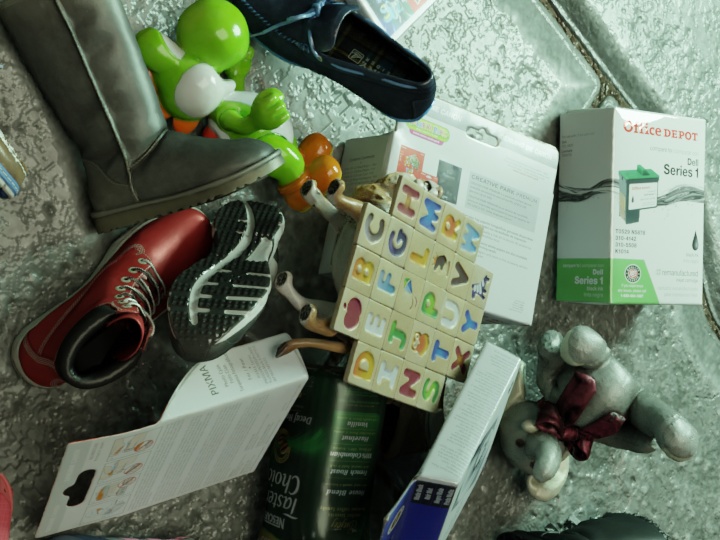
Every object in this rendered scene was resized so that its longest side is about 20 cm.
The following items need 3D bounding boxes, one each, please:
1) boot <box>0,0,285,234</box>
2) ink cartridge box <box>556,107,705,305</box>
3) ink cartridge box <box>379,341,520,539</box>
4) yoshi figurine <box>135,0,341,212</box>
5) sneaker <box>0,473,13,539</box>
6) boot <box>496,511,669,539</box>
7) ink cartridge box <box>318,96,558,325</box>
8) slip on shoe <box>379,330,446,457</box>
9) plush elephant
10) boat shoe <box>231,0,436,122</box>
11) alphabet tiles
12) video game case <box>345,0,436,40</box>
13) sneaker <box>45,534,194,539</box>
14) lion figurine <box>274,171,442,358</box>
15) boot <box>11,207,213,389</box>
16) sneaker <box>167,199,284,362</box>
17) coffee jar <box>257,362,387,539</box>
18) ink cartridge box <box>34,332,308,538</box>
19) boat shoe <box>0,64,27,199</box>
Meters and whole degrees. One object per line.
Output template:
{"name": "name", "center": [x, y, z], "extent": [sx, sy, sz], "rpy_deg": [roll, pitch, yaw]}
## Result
{"name": "boot", "center": [-0.170, -0.144, 0.945], "extent": [0.180, 0.073, 0.202], "rpy_deg": [-16, 98, 5]}
{"name": "ink cartridge box", "center": [0.285, -0.066, 1.272], "extent": [0.145, 0.084, 0.202], "rpy_deg": [1, 90, -34]}
{"name": "ink cartridge box", "center": [0.070, 0.194, 1.058], "extent": [0.040, 0.200, 0.201], "rpy_deg": [26, 53, 13]}
{"name": "yoshi figurine", "center": [-0.094, -0.150, 1.015], "extent": [0.200, 0.112, 0.113], "rpy_deg": [40, 54, -25]}
{"name": "sneaker", "center": [-0.305, 0.157, 0.902], "extent": [0.086, 0.073, 0.202], "rpy_deg": [-15, 103, -46]}
{"name": "boot", "center": [0.244, 0.289, 1.187], "extent": [0.161, 0.198, 0.074], "rpy_deg": [0, 93, -27]}
{"name": "ink cartridge box", "center": [0.079, -0.056, 1.135], "extent": [0.199, 0.084, 0.177], "rpy_deg": [18, 79, -32]}
{"name": "slip on shoe", "center": [0.036, 0.095, 1.085], "extent": [0.060, 0.076, 0.201], "rpy_deg": [-20, 138, -12]}
{"name": "plush elephant", "center": [0.198, 0.146, 1.185], "extent": [0.165, 0.200, 0.155], "rpy_deg": [43, 90, -12]}
{"name": "boat shoe", "center": [-0.017, -0.207, 1.036], "extent": [0.199, 0.069, 0.085], "rpy_deg": [26, 70, 0]}
{"name": "alphabet tiles", "center": [0.047, 0.023, 0.986], "extent": [0.199, 0.006, 0.168], "rpy_deg": [26, 78, -51]}
{"name": "video game case", "center": [0.023, -0.342, 1.134], "extent": [0.182, 0.023, 0.201], "rpy_deg": [-47, 115, -24]}
{"name": "sneaker", "center": [-0.171, 0.248, 0.991], "extent": [0.198, 0.082, 0.071], "rpy_deg": [19, 110, -14]}
{"name": "lion figurine", "center": [0.000, 0.000, 0.982], "extent": [0.122, 0.072, 0.202], "rpy_deg": [33, 65, -36]}
{"name": "boot", "center": [-0.167, 0.019, 0.937], "extent": [0.200, 0.144, 0.073], "rpy_deg": [-45, 111, -27]}
{"name": "sneaker", "center": [-0.100, 0.021, 0.959], "extent": [0.200, 0.073, 0.081], "rpy_deg": [-68, 167, -59]}
{"name": "coffee jar", "center": [-0.035, 0.183, 1.049], "extent": [0.085, 0.104, 0.202], "rpy_deg": [8, 85, -37]}
{"name": "ink cartridge box", "center": [-0.153, 0.130, 0.943], "extent": [0.198, 0.160, 0.048], "rpy_deg": [-12, 61, -32]}
{"name": "boat shoe", "center": [-0.303, -0.146, 0.888], "extent": [0.072, 0.072, 0.201], "rpy_deg": [-45, 113, -26]}
